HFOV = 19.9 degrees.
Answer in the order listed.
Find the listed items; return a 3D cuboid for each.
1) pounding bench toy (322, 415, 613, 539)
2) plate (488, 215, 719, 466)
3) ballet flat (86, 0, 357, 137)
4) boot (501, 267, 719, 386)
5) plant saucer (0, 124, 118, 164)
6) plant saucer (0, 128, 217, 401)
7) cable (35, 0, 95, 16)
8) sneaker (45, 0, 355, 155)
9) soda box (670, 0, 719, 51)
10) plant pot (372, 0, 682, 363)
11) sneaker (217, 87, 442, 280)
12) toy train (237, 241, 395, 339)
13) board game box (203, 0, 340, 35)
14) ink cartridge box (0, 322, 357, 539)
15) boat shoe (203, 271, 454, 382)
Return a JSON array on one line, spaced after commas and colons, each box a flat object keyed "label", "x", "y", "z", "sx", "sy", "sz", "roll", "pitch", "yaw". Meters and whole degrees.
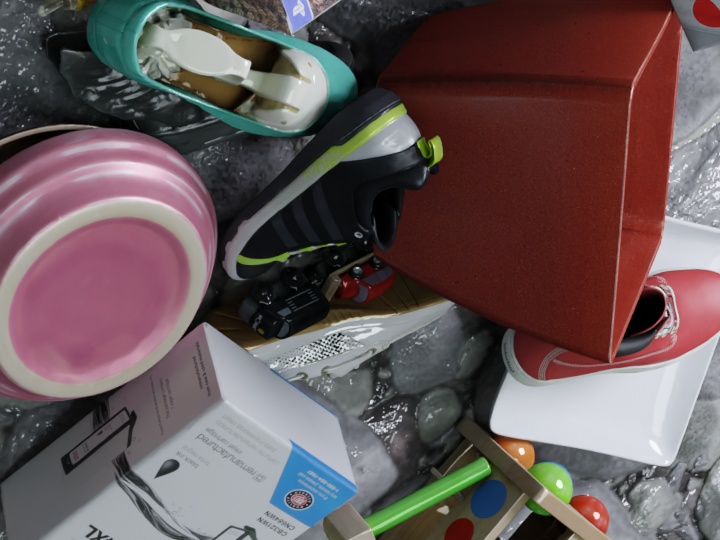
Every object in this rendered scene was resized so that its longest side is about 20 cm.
[{"label": "pounding bench toy", "x": 0.085, "y": 0.194, "z": 1.577, "sx": 0.156, "sy": 0.124, "sz": 0.200, "roll": -50, "pitch": 128, "yaw": 1}, {"label": "plate", "x": 0.200, "y": 0.046, "z": 1.613, "sx": 0.200, "sy": 0.032, "sz": 0.200, "roll": 13, "pitch": 100, "yaw": -35}, {"label": "ballet flat", "x": -0.075, "y": -0.121, "z": 1.276, "sx": 0.200, "sy": 0.070, "sz": 0.067, "roll": 16, "pitch": 99, "yaw": -33}, {"label": "boot", "x": 0.221, "y": 0.032, "z": 1.509, "sx": 0.200, "sy": 0.144, "sz": 0.072, "roll": -15, "pitch": 83, "yaw": -27}, {"label": "plant saucer", "x": -0.215, "y": -0.014, "z": 1.331, "sx": 0.200, "sy": 0.037, "sz": 0.200, "roll": -19, "pitch": 132, "yaw": -23}, {"label": "plant saucer", "x": -0.176, "y": 0.007, "z": 1.314, "sx": 0.200, "sy": 0.051, "sz": 0.201, "roll": -20, "pitch": 132, "yaw": -24}, {"label": "cable", "x": -0.126, "y": -0.225, "z": 1.296, "sx": 0.200, "sy": 0.050, "sz": 0.097, "roll": -19, "pitch": 109, "yaw": -36}, {"label": "sneaker", "x": -0.099, "y": -0.137, "z": 1.332, "sx": 0.200, "sy": 0.060, "sz": 0.104, "roll": -21, "pitch": 128, "yaw": -15}, {"label": "soda box", "x": 0.250, "y": -0.243, "z": 1.402, "sx": 0.063, "sy": 0.200, "sz": 0.068, "roll": -13, "pitch": 133, "yaw": 24}, {"label": "plant pot", "x": 0.110, "y": -0.081, "z": 1.387, "sx": 0.176, "sy": 0.200, "sz": 0.200, "roll": 9, "pitch": 119, "yaw": 15}, {"label": "sneaker", "x": -0.020, "y": -0.035, "z": 1.340, "sx": 0.072, "sy": 0.083, "sz": 0.200, "roll": -39, "pitch": 176, "yaw": -47}, {"label": "toy train", "x": 0.000, "y": 0.000, "z": 1.443, "sx": 0.200, "sy": 0.046, "sz": 0.034, "roll": -27, "pitch": 158, "yaw": -36}, {"label": "board game box", "x": -0.022, "y": -0.271, "z": 1.260, "sx": 0.200, "sy": 0.097, "sz": 0.160, "roll": -37, "pitch": 128, "yaw": -23}, {"label": "ink cartridge box", "x": -0.127, "y": 0.151, "z": 1.415, "sx": 0.200, "sy": 0.084, "sz": 0.146, "roll": -39, "pitch": 130, "yaw": 17}, {"label": "boat shoe", "x": -0.022, "y": 0.043, "z": 1.473, "sx": 0.200, "sy": 0.071, "sz": 0.069, "roll": -14, "pitch": 131, "yaw": -23}]
